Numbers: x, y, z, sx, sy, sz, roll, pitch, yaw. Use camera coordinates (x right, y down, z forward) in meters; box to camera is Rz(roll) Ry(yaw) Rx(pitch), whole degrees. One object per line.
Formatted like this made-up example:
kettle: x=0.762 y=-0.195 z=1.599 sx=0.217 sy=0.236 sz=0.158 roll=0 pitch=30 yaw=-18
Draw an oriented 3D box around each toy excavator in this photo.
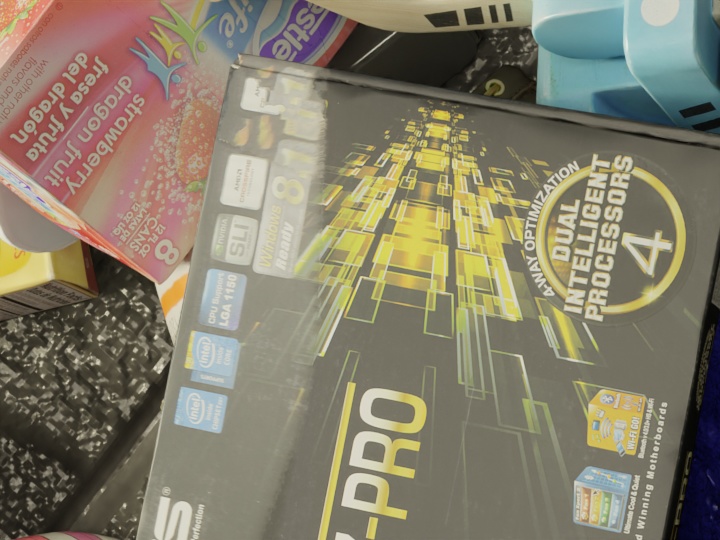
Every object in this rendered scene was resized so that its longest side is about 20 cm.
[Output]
toy excavator: x=0.067 y=-0.084 z=0.706 sx=0.198 sy=0.194 sz=0.101 roll=-6 pitch=70 yaw=26

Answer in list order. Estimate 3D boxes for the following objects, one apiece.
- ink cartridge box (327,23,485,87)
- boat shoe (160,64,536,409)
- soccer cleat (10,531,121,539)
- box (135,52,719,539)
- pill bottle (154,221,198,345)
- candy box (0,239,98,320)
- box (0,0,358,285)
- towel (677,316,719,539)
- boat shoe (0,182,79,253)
ink cartridge box: x=-0.067 y=-0.131 z=0.901 sx=0.145 sy=0.087 sz=0.201 roll=-37 pitch=78 yaw=6
boat shoe: x=0.000 y=0.001 z=0.877 sx=0.201 sy=0.072 sz=0.060 roll=-38 pitch=77 yaw=0
soccer cleat: x=-0.084 y=0.139 z=0.875 sx=0.198 sy=0.076 sz=0.067 roll=7 pitch=82 yaw=13
box: x=0.022 y=0.046 z=0.689 sx=0.160 sy=0.049 sz=0.202 roll=11 pitch=87 yaw=15
pill bottle: x=0.011 y=0.072 z=0.771 sx=0.113 sy=0.114 sz=0.202 roll=-21 pitch=81 yaw=10
candy box: x=-0.217 y=-0.026 z=0.940 sx=0.198 sy=0.056 sz=0.118 roll=-14 pitch=79 yaw=10
box: x=-0.058 y=-0.110 z=0.759 sx=0.201 sy=0.095 sz=0.102 roll=-54 pitch=32 yaw=-7
towel: x=0.103 y=0.091 z=0.789 sx=0.147 sy=0.049 sz=0.202 roll=27 pitch=122 yaw=30
boat shoe: x=-0.110 y=-0.110 z=0.832 sx=0.066 sy=0.070 sz=0.202 roll=24 pitch=107 yaw=47
